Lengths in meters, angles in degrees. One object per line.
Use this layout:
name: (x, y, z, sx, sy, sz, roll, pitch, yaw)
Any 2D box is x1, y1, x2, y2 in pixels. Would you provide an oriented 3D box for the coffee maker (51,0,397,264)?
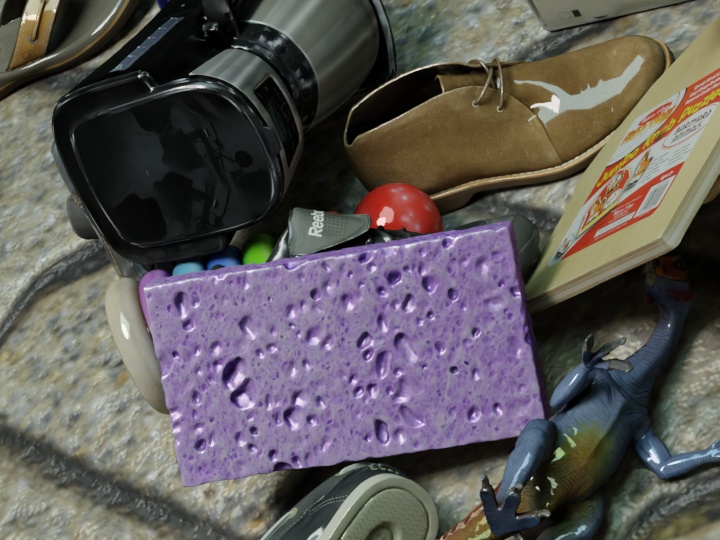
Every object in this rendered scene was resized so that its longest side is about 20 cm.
coffee maker: (-0.094, -0.094, 1.225, 0.192, 0.135, 0.200, -38, 10, 37)

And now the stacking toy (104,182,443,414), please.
stacking toy: (-0.044, 0.008, 1.186, 0.199, 0.086, 0.086, -24, 45, 4)

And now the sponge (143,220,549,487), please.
sponge: (-0.006, 0.045, 1.075, 0.199, 0.112, 0.030, -9, 6, 7)

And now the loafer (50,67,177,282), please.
loafer: (-0.154, -0.043, 1.307, 0.072, 0.073, 0.200, -47, 36, 22)

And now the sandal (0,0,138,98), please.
sandal: (-0.240, -0.182, 1.473, 0.199, 0.055, 0.082, -25, 46, 14)

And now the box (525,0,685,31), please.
box: (0.159, -0.265, 1.246, 0.127, 0.109, 0.201, -11, 51, 26)

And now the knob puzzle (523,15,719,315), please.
knob puzzle: (0.171, -0.066, 1.074, 0.220, 0.030, 0.220, -52, 9, 12)

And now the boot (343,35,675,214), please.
boot: (0.084, -0.095, 1.181, 0.199, 0.076, 0.074, -23, 44, 14)

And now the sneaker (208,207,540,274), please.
sneaker: (0.000, 0.000, 1.117, 0.199, 0.091, 0.066, -23, 16, 2)

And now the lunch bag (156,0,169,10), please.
lunch bag: (-0.088, -0.261, 1.337, 0.127, 0.200, 0.171, -15, 48, 23)

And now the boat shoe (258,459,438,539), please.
boat shoe: (-0.044, 0.180, 1.053, 0.200, 0.072, 0.068, -46, 26, -6)

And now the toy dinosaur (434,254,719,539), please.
toy dinosaur: (0.107, 0.072, 1.027, 0.199, 0.105, 0.182, -16, 29, 36)
